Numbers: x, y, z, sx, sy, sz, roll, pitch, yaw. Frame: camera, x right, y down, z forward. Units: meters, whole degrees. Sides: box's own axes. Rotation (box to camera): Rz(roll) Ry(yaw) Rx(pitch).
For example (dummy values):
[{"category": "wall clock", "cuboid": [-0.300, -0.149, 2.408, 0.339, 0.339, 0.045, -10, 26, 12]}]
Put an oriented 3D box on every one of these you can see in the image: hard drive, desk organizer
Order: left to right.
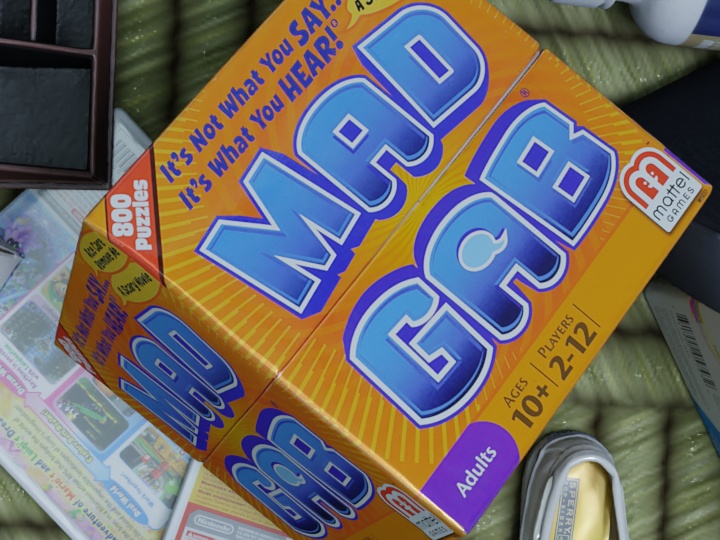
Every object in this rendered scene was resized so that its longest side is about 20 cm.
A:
[{"category": "desk organizer", "cuboid": [-0.168, -0.146, 0.787, 0.072, 0.077, 0.200, 1, 87, 1]}, {"category": "hard drive", "cuboid": [0.190, -0.053, 0.769, 0.135, 0.200, 0.042, -26, 115, -3]}]

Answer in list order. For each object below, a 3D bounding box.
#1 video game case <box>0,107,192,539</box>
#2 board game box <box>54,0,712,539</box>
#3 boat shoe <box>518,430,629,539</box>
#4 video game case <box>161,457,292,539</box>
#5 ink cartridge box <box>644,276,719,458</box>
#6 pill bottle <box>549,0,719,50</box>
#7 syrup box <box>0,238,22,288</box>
[{"category": "video game case", "cuboid": [-0.132, 0.044, 0.840, 0.182, 0.024, 0.200, -42, 96, -1]}, {"category": "board game box", "cuboid": [0.000, 0.000, 0.723, 0.200, 0.200, 0.200, 40, 68, -1]}, {"category": "boat shoe", "cuboid": [0.119, 0.192, 0.842, 0.071, 0.070, 0.200, 5, 92, -5]}, {"category": "video game case", "cuboid": [-0.027, 0.129, 0.837, 0.143, 0.017, 0.200, 20, 94, -9]}, {"category": "ink cartridge box", "cuboid": [0.235, 0.061, 0.778, 0.085, 0.200, 0.145, -25, 95, -2]}, {"category": "pill bottle", "cuboid": [0.204, -0.175, 0.804, 0.200, 0.120, 0.120, 6, 93, -4]}, {"category": "syrup box", "cuboid": [-0.282, -0.041, 0.784, 0.200, 0.079, 0.081, 40, 89, 3]}]
